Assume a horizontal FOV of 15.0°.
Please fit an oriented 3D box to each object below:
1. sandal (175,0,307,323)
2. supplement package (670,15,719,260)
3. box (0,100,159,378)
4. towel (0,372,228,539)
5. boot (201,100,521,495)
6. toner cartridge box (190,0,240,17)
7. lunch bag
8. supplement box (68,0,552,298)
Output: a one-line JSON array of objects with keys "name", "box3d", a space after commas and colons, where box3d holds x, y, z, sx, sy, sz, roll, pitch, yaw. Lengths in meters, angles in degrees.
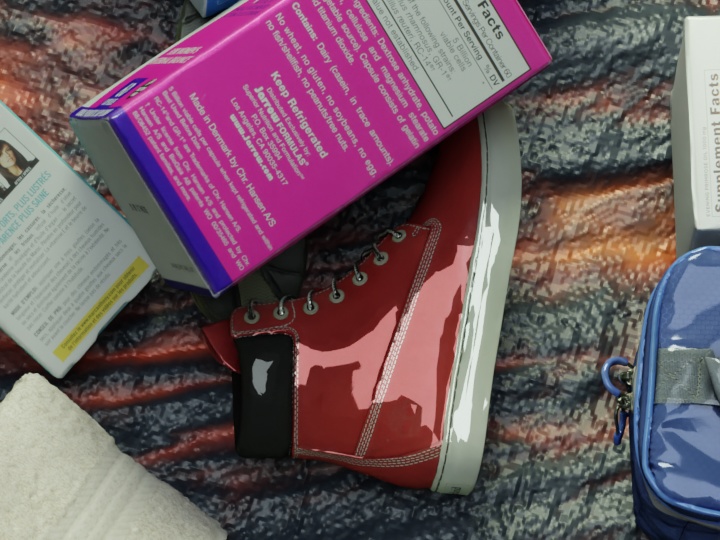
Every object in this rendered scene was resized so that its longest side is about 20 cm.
[{"name": "sandal", "box3d": [-0.059, -0.072, 1.383, 0.079, 0.057, 0.202, 7, 88, -7]}, {"name": "supplement package", "box3d": [0.254, -0.056, 1.335, 0.198, 0.114, 0.110, -2, 73, 3]}, {"name": "box", "box3d": [-0.195, -0.044, 1.328, 0.200, 0.049, 0.082, 45, 83, -19]}, {"name": "towel", "box3d": [-0.145, 0.132, 1.259, 0.132, 0.200, 0.034, 41, 122, -4]}, {"name": "boot", "box3d": [0.000, 0.000, 1.342, 0.143, 0.072, 0.201, 10, 77, -3]}, {"name": "toner cartridge box", "box3d": [-0.092, -0.227, 1.382, 0.095, 0.043, 0.200, -28, 66, -20]}, {"name": "lunch bag", "box3d": [0.212, 0.065, 1.292, 0.198, 0.132, 0.137, 5, 74, 3]}, {"name": "supplement box", "box3d": [-0.025, -0.085, 1.305, 0.199, 0.101, 0.104, -34, 102, -13]}]
